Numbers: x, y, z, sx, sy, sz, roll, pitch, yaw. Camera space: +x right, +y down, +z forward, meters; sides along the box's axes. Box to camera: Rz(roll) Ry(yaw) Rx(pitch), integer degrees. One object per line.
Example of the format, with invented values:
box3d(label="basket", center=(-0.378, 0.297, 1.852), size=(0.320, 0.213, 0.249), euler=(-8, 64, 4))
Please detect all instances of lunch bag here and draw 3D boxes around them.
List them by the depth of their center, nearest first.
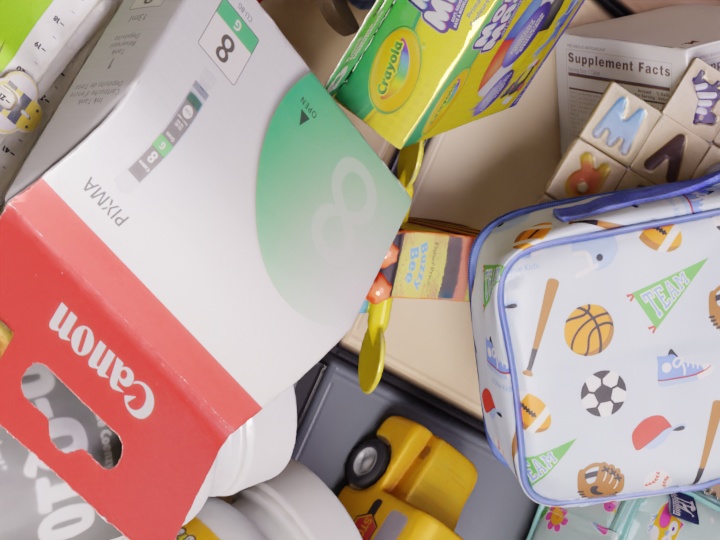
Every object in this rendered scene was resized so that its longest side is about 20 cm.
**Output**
box3d(label="lunch bag", center=(0.157, 0.028, 0.893), size=(0.198, 0.076, 0.162), euler=(-11, 105, -9))
box3d(label="lunch bag", center=(0.159, 0.212, 1.054), size=(0.160, 0.077, 0.202), euler=(24, 86, -42))

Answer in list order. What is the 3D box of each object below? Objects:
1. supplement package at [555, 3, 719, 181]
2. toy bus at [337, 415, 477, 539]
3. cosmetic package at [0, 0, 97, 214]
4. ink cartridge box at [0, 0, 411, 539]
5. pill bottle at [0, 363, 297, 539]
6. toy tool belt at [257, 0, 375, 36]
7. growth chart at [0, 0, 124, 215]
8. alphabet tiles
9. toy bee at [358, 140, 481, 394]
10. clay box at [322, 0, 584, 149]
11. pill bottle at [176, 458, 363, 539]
box3d(label="supplement package", center=(0.190, -0.042, 1.000), size=(0.109, 0.113, 0.202), euler=(-15, 110, -32))
box3d(label="toy bus", center=(0.001, 0.181, 0.931), size=(0.065, 0.078, 0.201), euler=(40, 76, -36))
box3d(label="cosmetic package", center=(-0.187, -0.096, 0.730), size=(0.104, 0.073, 0.200), euler=(-51, 125, -17))
box3d(label="ink cartridge box", center=(-0.070, -0.004, 0.721), size=(0.161, 0.050, 0.201), euler=(50, 52, -37))
box3d(label="pill bottle", center=(-0.135, 0.073, 0.781), size=(0.199, 0.113, 0.115), euler=(-15, 109, -33))
box3d(label="toy tool belt", center=(0.012, -0.177, 0.832), size=(0.123, 0.125, 0.201), euler=(43, 75, -26))
box3d(label="growth chart", center=(-0.158, -0.086, 0.698), size=(0.144, 0.018, 0.202), euler=(31, 78, -38))
box3d(label="alphabet tiles", center=(0.162, -0.002, 0.927), size=(0.165, 0.006, 0.201), euler=(29, 97, -19))
box3d(label="toy bee", center=(0.000, 0.000, 0.872), size=(0.199, 0.108, 0.132), euler=(-19, 113, -32))
box3d(label="clay box", center=(0.057, -0.124, 0.836), size=(0.115, 0.047, 0.200), euler=(-57, 169, 23))
box3d(label="pill bottle", center=(-0.093, 0.178, 0.839), size=(0.199, 0.112, 0.114), euler=(-33, 118, -26))
